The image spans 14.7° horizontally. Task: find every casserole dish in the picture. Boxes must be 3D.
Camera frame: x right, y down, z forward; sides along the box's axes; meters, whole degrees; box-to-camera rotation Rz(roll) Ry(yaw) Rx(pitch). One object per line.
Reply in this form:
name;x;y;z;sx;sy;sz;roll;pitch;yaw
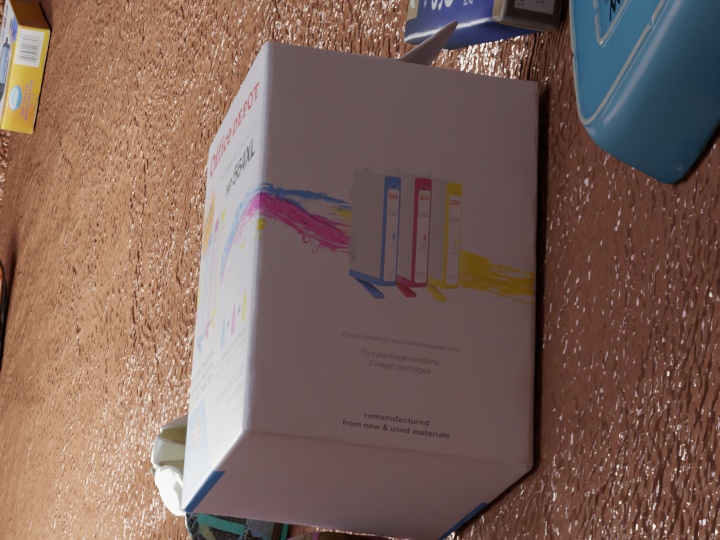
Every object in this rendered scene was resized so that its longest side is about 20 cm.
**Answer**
casserole dish;0.116;-0.119;0.990;0.200;0.039;0.122;115;159;-53

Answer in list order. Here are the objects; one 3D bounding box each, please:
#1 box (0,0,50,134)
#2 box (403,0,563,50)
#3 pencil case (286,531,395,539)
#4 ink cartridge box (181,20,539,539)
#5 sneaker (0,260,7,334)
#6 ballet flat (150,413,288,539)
box;-0.382;-0.234;3.115;0.200;0.041;0.120;-129;48;-69
box;0.056;-0.165;1.278;0.200;0.032;0.122;-176;94;-78
pencil case;-0.006;0.211;1.208;0.087;0.082;0.201;-47;36;49
ink cartridge box;0.000;0.000;1.211;0.129;0.125;0.201;128;147;-64
sneaker;-0.424;0.067;3.063;0.077;0.078;0.201;-81;6;-77
ballet flat;-0.090;0.114;1.639;0.200;0.074;0.075;-136;55;-74
